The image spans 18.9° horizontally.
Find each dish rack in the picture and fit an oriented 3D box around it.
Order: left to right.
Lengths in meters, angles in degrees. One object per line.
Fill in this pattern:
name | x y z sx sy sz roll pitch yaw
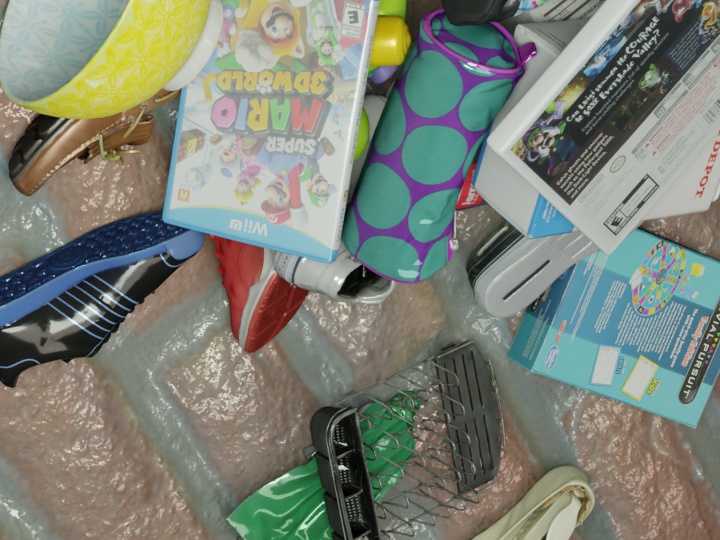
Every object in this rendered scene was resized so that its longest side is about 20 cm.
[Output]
dish rack | 0.050 0.154 1.832 0.199 0.054 0.155 -24 114 -31

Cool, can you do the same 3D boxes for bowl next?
bowl | -0.164 -0.187 1.566 0.107 0.200 0.201 27 93 -33

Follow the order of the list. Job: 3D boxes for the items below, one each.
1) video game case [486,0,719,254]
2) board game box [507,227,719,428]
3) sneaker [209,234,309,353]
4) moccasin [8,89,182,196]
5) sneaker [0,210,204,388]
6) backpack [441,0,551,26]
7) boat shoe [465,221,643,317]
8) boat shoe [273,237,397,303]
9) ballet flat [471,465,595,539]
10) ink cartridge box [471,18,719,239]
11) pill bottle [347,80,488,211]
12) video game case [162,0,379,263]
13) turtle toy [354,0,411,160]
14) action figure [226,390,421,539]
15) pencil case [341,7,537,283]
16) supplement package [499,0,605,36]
video game case | 0.204 -0.127 1.604 0.200 0.023 0.182 -49 139 4
board game box | 0.246 0.041 1.945 0.199 0.047 0.152 20 96 -31
sneaker | -0.096 -0.033 1.739 0.078 0.115 0.201 -35 153 -41
moccasin | -0.182 -0.121 1.658 0.201 0.073 0.078 -42 113 -20
sneaker | -0.208 0.021 1.693 0.199 0.070 0.078 -23 120 -10
backpack | 0.159 -0.273 1.572 0.199 0.153 0.165 -18 108 -36
boat shoe | 0.169 -0.046 1.844 0.199 0.071 0.072 -36 134 4
boat shoe | 0.000 0.000 1.737 0.200 0.067 0.074 -12 134 -62
ballet flat | 0.138 0.257 1.952 0.200 0.069 0.070 -47 121 -6
ink cartridge box | 0.201 -0.116 1.690 0.199 0.086 0.147 -10 128 -37
pill bottle | 0.082 -0.110 1.768 0.198 0.119 0.121 -13 112 -23
video game case | -0.069 -0.119 1.618 0.018 0.142 0.202 -24 126 -68
turtle toy | -0.025 -0.177 1.669 0.144 0.101 0.202 2 73 12
action figure | -0.017 0.178 1.852 0.200 0.055 0.118 -45 120 -15
pencil case | 0.056 -0.093 1.635 0.092 0.085 0.201 15 121 -10
supplement package | 0.135 -0.295 1.711 0.150 0.152 0.201 -38 120 -9
